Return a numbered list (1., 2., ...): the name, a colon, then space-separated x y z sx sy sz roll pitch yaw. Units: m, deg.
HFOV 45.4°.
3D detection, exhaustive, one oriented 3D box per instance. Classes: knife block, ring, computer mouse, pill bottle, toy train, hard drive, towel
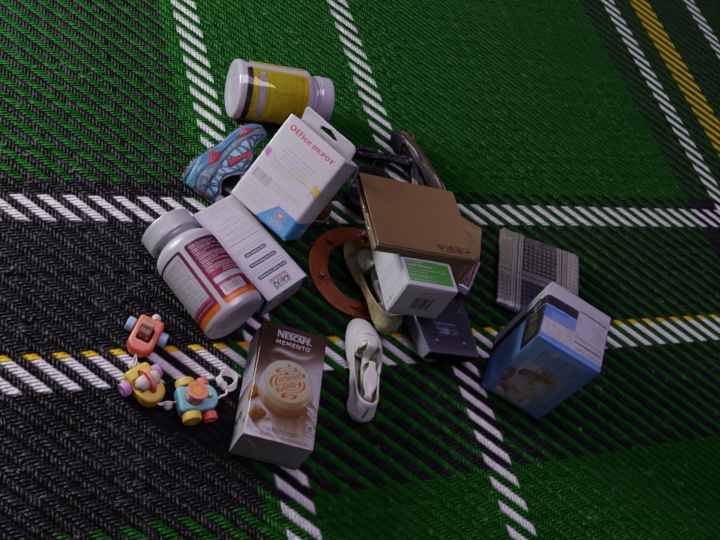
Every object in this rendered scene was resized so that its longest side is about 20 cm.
1. knife block: 0.141 -0.079 1.633 0.174 0.064 0.200 29 27 -5
2. ring: 0.000 0.000 1.590 0.198 0.019 0.202 14 51 -18
3. computer mouse: 0.045 -0.168 1.711 0.139 0.046 0.201 11 42 -4
4. pill bottle: -0.259 0.003 1.395 0.109 0.110 0.200 -29 74 -38
5. pill bottle: -0.158 -0.344 1.692 0.198 0.115 0.115 4 55 -24
6. toy train: -0.284 0.146 1.316 0.199 0.056 0.151 30 49 -4
7. hard drive: 0.134 0.076 1.572 0.134 0.042 0.202 10 50 -36
8. towel: 0.360 0.022 1.756 0.191 0.035 0.202 20 53 -10

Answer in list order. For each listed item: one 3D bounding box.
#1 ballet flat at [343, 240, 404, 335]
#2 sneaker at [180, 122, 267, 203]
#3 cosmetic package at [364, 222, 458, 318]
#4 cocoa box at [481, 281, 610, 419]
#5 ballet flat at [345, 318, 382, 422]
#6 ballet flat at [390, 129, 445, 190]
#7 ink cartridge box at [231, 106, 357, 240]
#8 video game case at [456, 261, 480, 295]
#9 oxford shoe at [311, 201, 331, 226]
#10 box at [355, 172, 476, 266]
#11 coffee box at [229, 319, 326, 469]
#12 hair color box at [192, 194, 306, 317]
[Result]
1. ballet flat: 0.029 0.017 1.537 0.070 0.071 0.202 -6 60 -30
2. sneaker: -0.234 -0.192 1.582 0.096 0.079 0.200 48 58 -1
3. cosmetic package: 0.085 -0.024 1.502 0.107 0.085 0.202 8 49 -28
4. cocoa box: 0.328 0.147 1.531 0.132 0.200 0.132 30 49 -5
5. ballet flat: 0.011 0.157 1.453 0.069 0.070 0.202 15 52 -17
6. ballet flat: 0.128 -0.215 1.781 0.046 0.068 0.201 -17 60 -30
7. ink cartridge box: -0.105 -0.171 1.517 0.128 0.200 0.125 41 8 6
8. video game case: 0.133 -0.038 1.645 0.199 0.018 0.143 33 27 2
9. oxford shoe: -0.091 -0.185 1.642 0.071 0.071 0.202 -5 58 -28
10. box: 0.095 -0.089 1.488 0.198 0.021 0.165 8 48 -27
11. coffee box: -0.127 0.192 1.346 0.113 0.080 0.202 17 51 -16
12. hair color box: -0.197 -0.027 1.480 0.200 0.061 0.100 47 50 11
